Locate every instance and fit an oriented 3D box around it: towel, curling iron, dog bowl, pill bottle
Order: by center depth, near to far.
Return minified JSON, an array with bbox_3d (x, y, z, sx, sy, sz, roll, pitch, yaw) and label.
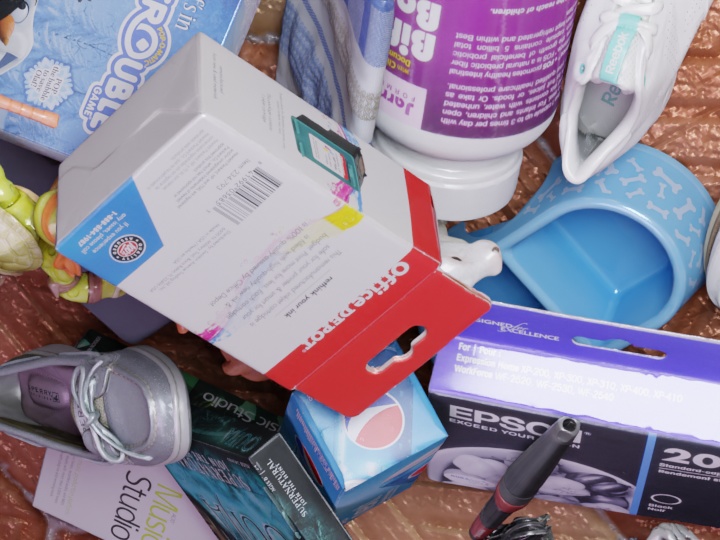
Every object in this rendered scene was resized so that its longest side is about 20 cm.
[{"bbox_3d":[0.055,-0.129,1.263,0.112,0.112,0.200,17,127,12],"label":"pill bottle"},{"bbox_3d":[-0.019,-0.109,1.287,0.024,0.147,0.200,-3,136,-15],"label":"towel"},{"bbox_3d":[0.098,0.121,1.369,0.049,0.026,0.200,-6,154,-9],"label":"curling iron"},{"bbox_3d":[0.113,0.007,1.374,0.200,0.050,0.112,-33,106,38],"label":"dog bowl"}]

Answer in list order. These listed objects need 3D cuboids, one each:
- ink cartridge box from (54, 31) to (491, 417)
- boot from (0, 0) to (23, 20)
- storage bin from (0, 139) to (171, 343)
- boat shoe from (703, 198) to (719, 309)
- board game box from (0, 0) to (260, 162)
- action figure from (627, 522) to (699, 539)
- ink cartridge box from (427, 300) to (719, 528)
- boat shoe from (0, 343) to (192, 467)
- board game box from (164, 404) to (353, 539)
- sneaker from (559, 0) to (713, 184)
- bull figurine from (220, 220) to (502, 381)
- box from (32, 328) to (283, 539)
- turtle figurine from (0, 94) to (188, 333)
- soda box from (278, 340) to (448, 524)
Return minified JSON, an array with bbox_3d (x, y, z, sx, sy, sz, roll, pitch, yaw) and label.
[{"bbox_3d":[-0.042,-0.018,1.225,0.200,0.067,0.116,33,122,-30],"label":"ink cartridge box"},{"bbox_3d":[-0.205,-0.221,1.259,0.200,0.069,0.174,-18,78,-8],"label":"boot"},{"bbox_3d":[-0.147,-0.048,1.402,0.200,0.146,0.134,41,139,-7],"label":"storage bin"},{"bbox_3d":[0.247,-0.033,1.261,0.075,0.068,0.200,14,135,-23],"label":"boat shoe"},{"bbox_3d":[-0.155,-0.163,1.295,0.199,0.200,0.043,21,173,8],"label":"board game box"},{"bbox_3d":[0.192,0.214,1.451,0.119,0.102,0.200,36,180,-42],"label":"action figure"},{"bbox_3d":[0.137,0.084,1.347,0.198,0.043,0.200,10,155,6],"label":"ink cartridge box"},{"bbox_3d":[-0.169,0.082,1.461,0.202,0.065,0.075,10,108,53],"label":"boat shoe"},{"bbox_3d":[-0.059,0.144,1.442,0.135,0.028,0.200,56,162,-17],"label":"board game box"},{"bbox_3d":[0.143,-0.132,1.238,0.075,0.089,0.200,19,128,12],"label":"sneaker"},{"bbox_3d":[0.000,0.000,1.371,0.200,0.121,0.065,-24,112,35],"label":"bull figurine"},{"bbox_3d":[-0.108,0.137,1.571,0.200,0.036,0.145,23,129,6],"label":"box"},{"bbox_3d":[-0.192,-0.019,1.293,0.161,0.064,0.200,-1,143,42],"label":"turtle figurine"},{"bbox_3d":[-0.003,0.101,1.400,0.064,0.068,0.200,61,169,9],"label":"soda box"}]
